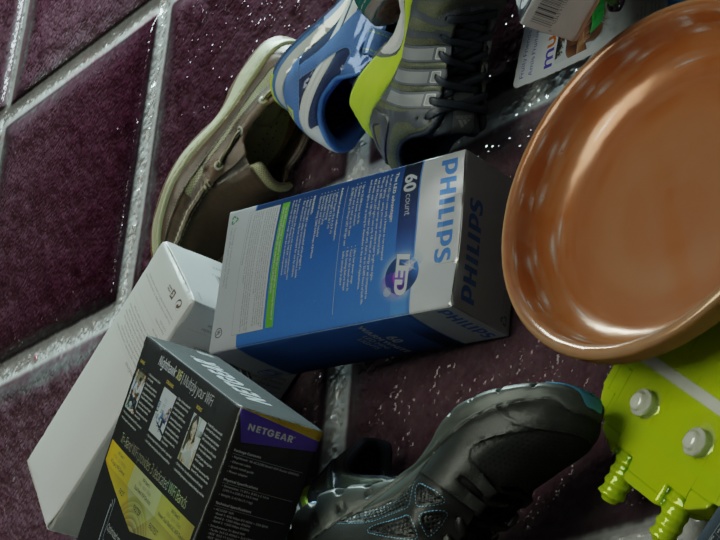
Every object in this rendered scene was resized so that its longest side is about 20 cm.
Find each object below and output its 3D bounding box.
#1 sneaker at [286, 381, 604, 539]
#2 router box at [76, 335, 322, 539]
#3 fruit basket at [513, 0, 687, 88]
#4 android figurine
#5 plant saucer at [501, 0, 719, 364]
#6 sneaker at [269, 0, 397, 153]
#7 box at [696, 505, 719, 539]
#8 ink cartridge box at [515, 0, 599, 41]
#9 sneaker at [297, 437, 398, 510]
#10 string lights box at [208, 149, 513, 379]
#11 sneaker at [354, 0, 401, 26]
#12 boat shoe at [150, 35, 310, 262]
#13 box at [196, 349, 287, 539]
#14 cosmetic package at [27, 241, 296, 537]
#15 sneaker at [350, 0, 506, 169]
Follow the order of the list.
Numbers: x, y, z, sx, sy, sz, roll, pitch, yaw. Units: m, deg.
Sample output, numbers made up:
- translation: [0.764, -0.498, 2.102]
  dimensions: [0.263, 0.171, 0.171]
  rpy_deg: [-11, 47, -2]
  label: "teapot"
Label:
- translation: [0.050, 0.130, 0.910]
  dimensions: [0.200, 0.073, 0.082]
  rpy_deg: [-37, 45, 27]
  label: "sneaker"
- translation: [-0.101, 0.135, 1.002]
  dimensions: [0.200, 0.052, 0.158]
  rpy_deg: [25, 96, 67]
  label: "router box"
- translation: [0.152, -0.215, 1.010]
  dimensions: [0.200, 0.094, 0.186]
  rpy_deg: [-13, 61, 56]
  label: "fruit basket"
- translation: [0.183, 0.039, 0.861]
  dimensions: [0.200, 0.041, 0.182]
  rpy_deg: [-60, 33, 8]
  label: "android figurine"
- translation: [0.154, -0.043, 0.889]
  dimensions: [0.200, 0.037, 0.200]
  rpy_deg: [-32, 44, 37]
  label: "plant saucer"
- translation: [0.021, -0.163, 1.188]
  dimensions: [0.200, 0.074, 0.082]
  rpy_deg: [-53, 41, 25]
  label: "sneaker"
- translation: [0.209, 0.108, 0.675]
  dimensions: [0.200, 0.158, 0.051]
  rpy_deg: [-59, 34, 12]
  label: "box"
- translation: [0.113, -0.223, 0.969]
  dimensions: [0.200, 0.039, 0.100]
  rpy_deg: [-92, 22, -50]
  label: "ink cartridge box"
- translation: [0.015, 0.163, 1.002]
  dimensions: [0.081, 0.074, 0.200]
  rpy_deg: [-57, 36, 11]
  label: "sneaker"
- translation: [0.000, 0.000, 1.096]
  dimensions: [0.200, 0.059, 0.103]
  rpy_deg: [-12, 61, 40]
  label: "string lights box"
- translation: [0.050, -0.250, 1.113]
  dimensions: [0.080, 0.071, 0.200]
  rpy_deg: [39, 94, 18]
  label: "sneaker"
- translation: [-0.086, -0.074, 1.286]
  dimensions: [0.075, 0.075, 0.203]
  rpy_deg: [35, 100, 51]
  label: "boat shoe"
- translation: [-0.109, 0.182, 1.112]
  dimensions: [0.193, 0.047, 0.200]
  rpy_deg: [-65, 23, 23]
  label: "box"
- translation: [-0.135, 0.095, 1.224]
  dimensions: [0.200, 0.107, 0.085]
  rpy_deg: [-55, 35, 17]
  label: "cosmetic package"
- translation: [0.058, -0.128, 1.082]
  dimensions: [0.200, 0.074, 0.081]
  rpy_deg: [115, 139, -52]
  label: "sneaker"
